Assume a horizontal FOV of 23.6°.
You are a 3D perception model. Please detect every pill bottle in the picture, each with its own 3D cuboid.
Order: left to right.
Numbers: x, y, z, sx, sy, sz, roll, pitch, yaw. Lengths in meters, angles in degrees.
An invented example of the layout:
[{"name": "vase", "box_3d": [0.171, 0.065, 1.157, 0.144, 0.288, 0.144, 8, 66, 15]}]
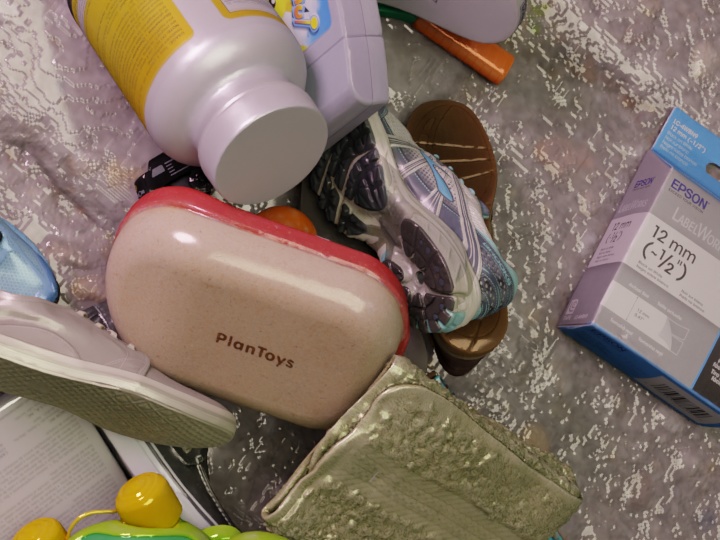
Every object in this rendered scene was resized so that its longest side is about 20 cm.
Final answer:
[{"name": "pill bottle", "box_3d": [-0.103, -0.139, 1.102, 0.111, 0.113, 0.201, -23, 56, -18]}]

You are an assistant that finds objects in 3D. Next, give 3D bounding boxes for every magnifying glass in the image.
[{"name": "magnifying glass", "box_3d": [0.026, -0.200, 1.245, 0.199, 0.022, 0.080, 33, 76, -11]}]

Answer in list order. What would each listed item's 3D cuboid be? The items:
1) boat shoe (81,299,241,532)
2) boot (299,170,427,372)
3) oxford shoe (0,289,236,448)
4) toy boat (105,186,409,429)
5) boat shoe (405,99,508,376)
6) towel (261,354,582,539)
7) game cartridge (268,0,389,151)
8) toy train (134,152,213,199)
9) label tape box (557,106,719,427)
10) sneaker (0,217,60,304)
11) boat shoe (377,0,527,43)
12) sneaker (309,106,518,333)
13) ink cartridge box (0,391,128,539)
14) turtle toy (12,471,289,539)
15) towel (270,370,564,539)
[{"name": "boat shoe", "box_3d": [-0.129, 0.107, 1.138, 0.071, 0.072, 0.201, -35, 94, -13]}, {"name": "boot", "box_3d": [0.000, 0.000, 1.200, 0.073, 0.076, 0.202, -11, 74, -3]}, {"name": "oxford shoe", "box_3d": [-0.167, 0.059, 1.072, 0.198, 0.075, 0.058, 22, 57, -12]}, {"name": "toy boat", "box_3d": [-0.063, 0.006, 1.116, 0.198, 0.131, 0.131, 20, 38, -3]}, {"name": "boat shoe", "box_3d": [0.062, -0.022, 1.216, 0.071, 0.072, 0.202, -4, 65, -10]}, {"name": "towel", "box_3d": [0.043, 0.152, 1.111, 0.199, 0.037, 0.149, 35, 100, -34]}, {"name": "game cartridge", "box_3d": [-0.045, -0.182, 1.140, 0.040, 0.133, 0.202, -5, 73, -40]}, {"name": "toy train", "box_3d": [-0.070, -0.098, 1.198, 0.199, 0.034, 0.046, -31, 84, -18]}, {"name": "label tape box", "box_3d": [0.257, -0.006, 1.279, 0.143, 0.066, 0.201, 33, 78, -13]}, {"name": "sneaker", "box_3d": [-0.277, -0.030, 1.092, 0.199, 0.090, 0.079, 38, 75, -12]}, {"name": "boat shoe", "box_3d": [0.029, -0.231, 1.206, 0.198, 0.072, 0.066, 23, 44, 1]}, {"name": "sneaker", "box_3d": [0.035, -0.043, 1.152, 0.086, 0.078, 0.201, -5, 56, -40]}, {"name": "ink cartridge box", "box_3d": [-0.221, 0.183, 1.127, 0.160, 0.047, 0.201, -35, 113, -18]}, {"name": "turtle toy", "box_3d": [-0.123, 0.210, 1.067, 0.198, 0.101, 0.147, -24, 114, 9]}, {"name": "towel", "box_3d": [0.048, 0.182, 1.169, 0.146, 0.022, 0.201, -39, 118, -4]}]
